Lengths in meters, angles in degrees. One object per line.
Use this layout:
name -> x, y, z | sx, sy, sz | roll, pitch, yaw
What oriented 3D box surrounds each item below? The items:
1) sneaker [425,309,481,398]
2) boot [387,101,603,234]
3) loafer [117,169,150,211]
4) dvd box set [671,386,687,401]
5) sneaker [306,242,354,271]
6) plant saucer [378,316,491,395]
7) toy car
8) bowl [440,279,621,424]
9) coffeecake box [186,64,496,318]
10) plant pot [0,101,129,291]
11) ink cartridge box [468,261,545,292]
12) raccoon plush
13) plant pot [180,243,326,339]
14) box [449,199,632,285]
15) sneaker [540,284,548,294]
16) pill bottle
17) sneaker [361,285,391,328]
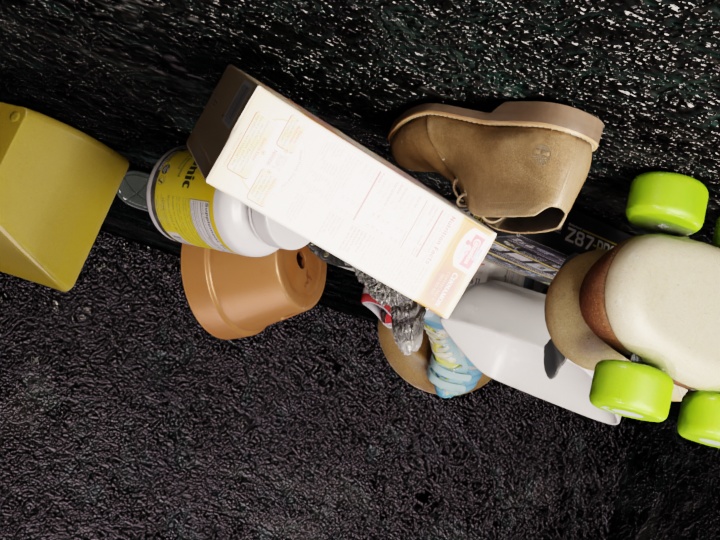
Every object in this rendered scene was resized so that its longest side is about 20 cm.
sneaker -> 0.112, 0.103, 1.271 | 0.198, 0.132, 0.079 | 24, -169, -37
boot -> 0.077, -0.071, 0.662 | 0.073, 0.077, 0.199 | 17, 177, -33
loafer -> -0.269, -0.102, 1.431 | 0.197, 0.073, 0.063 | 26, -168, -12
dvd box set -> 0.362, 0.084, 0.968 | 0.197, 0.030, 0.147 | -4, 137, 32
sneaker -> -0.008, -0.039, 1.218 | 0.198, 0.072, 0.073 | 29, -161, -28
plant saucer -> 0.125, 0.082, 1.395 | 0.197, 0.203, 0.036 | 17, 151, 0
toy car -> 0.208, 0.036, 0.736 | 0.155, 0.167, 0.199 | 19, 168, -19
bowl -> 0.203, 0.084, 1.068 | 0.197, 0.076, 0.200 | 18, 163, 34
coffeecake box -> -0.020, -0.061, 0.695 | 0.198, 0.074, 0.154 | 30, -173, -21
plant pot -> -0.458, -0.117, 1.236 | 0.197, 0.203, 0.177 | 14, 163, 23
ink cartridge box -> 0.153, 0.011, 1.183 | 0.198, 0.068, 0.116 | 23, 172, -41
raccoon plush -> 0.000, 0.000, 1.068 | 0.132, 0.204, 0.097 | 15, -154, 26
plant pot -> -0.138, -0.010, 1.334 | 0.138, 0.204, 0.199 | -7, 163, 27
box -> 0.191, -0.019, 0.922 | 0.197, 0.050, 0.161 | 20, 171, -22
sneaker -> 0.261, 0.040, 1.154 | 0.087, 0.075, 0.200 | 15, 163, 10
pill bottle -> -0.134, -0.075, 1.023 | 0.198, 0.113, 0.111 | 11, 172, 43
sneaker -> 0.096, 0.039, 1.349 | 0.196, 0.114, 0.071 | 17, 162, 1
